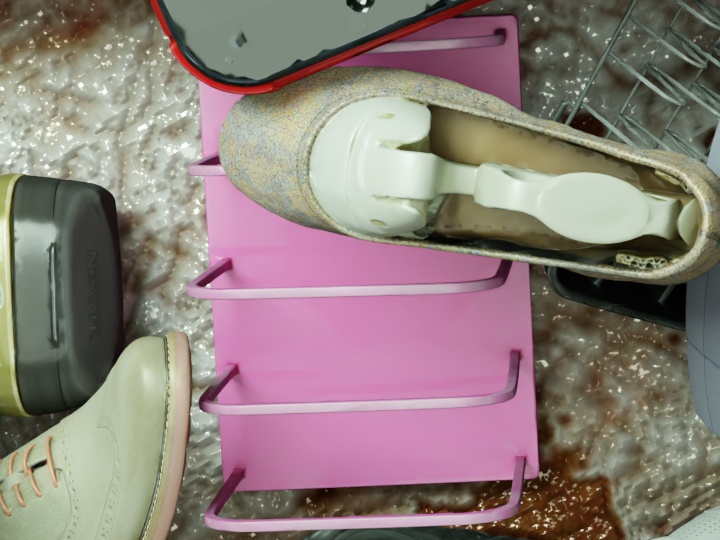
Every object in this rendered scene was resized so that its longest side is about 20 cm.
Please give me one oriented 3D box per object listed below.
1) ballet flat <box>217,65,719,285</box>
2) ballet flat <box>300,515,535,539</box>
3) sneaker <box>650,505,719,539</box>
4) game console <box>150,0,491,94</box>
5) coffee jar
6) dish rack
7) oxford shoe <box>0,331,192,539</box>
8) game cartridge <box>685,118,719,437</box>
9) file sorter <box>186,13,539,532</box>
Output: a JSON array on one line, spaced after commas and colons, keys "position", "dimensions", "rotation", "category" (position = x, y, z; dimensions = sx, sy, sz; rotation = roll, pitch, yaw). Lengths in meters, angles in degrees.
[{"position": [0.042, -0.035, 0.963], "dimensions": [0.199, 0.067, 0.068], "rotation": [8, 98, 3], "category": "ballet flat"}, {"position": [0.057, 0.142, 1.098], "dimensions": [0.199, 0.057, 0.067], "rotation": [20, 77, -25], "category": "ballet flat"}, {"position": [0.176, 0.184, 1.099], "dimensions": [0.088, 0.081, 0.201], "rotation": [-34, 117, -28], "category": "sneaker"}, {"position": [-0.002, -0.172, 0.944], "dimensions": [0.199, 0.031, 0.178], "rotation": [-22, 98, 7], "category": "game console"}, {"position": [-0.200, 0.013, 1.102], "dimensions": [0.199, 0.085, 0.105], "rotation": [-2, 91, 4], "category": "coffee jar"}, {"position": [0.160, -0.073, 1.041], "dimensions": [0.153, 0.055, 0.201], "rotation": [14, 113, -38], "category": "dish rack"}, {"position": [-0.123, 0.098, 1.071], "dimensions": [0.074, 0.071, 0.200], "rotation": [14, 129, -19], "category": "oxford shoe"}, {"position": [0.195, -0.026, 1.037], "dimensions": [0.133, 0.040, 0.201], "rotation": [-9, 123, -24], "category": "game cartridge"}, {"position": [0.000, 0.000, 1.068], "dimensions": [0.138, 0.125, 0.201], "rotation": [-3, 97, 4], "category": "file sorter"}]
